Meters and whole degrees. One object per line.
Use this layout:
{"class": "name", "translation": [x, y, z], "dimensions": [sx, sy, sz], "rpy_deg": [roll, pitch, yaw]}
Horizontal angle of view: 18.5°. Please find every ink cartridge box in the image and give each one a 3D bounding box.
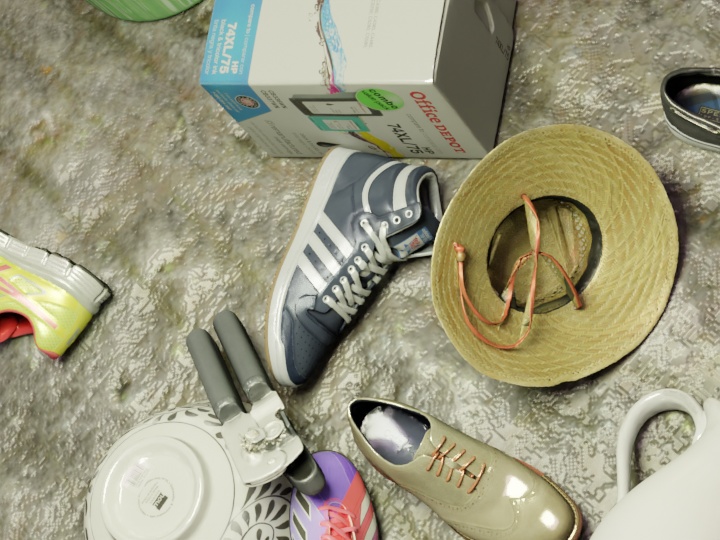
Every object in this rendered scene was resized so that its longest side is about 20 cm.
{"class": "ink cartridge box", "translation": [0.002, -0.182, 1.738], "dimensions": [0.199, 0.147, 0.147], "rpy_deg": [2, 70, 24]}

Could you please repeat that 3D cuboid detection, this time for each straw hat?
{"class": "straw hat", "translation": [0.130, -0.014, 1.648], "dimensions": [0.202, 0.201, 0.085], "rpy_deg": [-56, 17, -6]}

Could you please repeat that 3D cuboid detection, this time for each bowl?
{"class": "bowl", "translation": [-0.139, 0.181, 1.684], "dimensions": [0.199, 0.094, 0.202], "rpy_deg": [-8, 66, 19]}

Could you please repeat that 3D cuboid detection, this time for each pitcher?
{"class": "pitcher", "translation": [0.216, 0.178, 1.532], "dimensions": [0.171, 0.121, 0.200], "rpy_deg": [17, 65, 49]}

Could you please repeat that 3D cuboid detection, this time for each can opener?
{"class": "can opener", "translation": [-0.085, 0.105, 1.671], "dimensions": [0.052, 0.067, 0.200], "rpy_deg": [-32, 39, 1]}

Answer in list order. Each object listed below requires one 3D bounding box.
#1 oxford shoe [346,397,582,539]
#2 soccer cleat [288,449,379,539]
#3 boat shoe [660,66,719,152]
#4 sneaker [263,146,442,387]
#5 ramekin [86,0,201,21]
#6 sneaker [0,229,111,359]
{"class": "oxford shoe", "translation": [0.070, 0.152, 1.617], "dimensions": [0.199, 0.074, 0.071], "rpy_deg": [23, 80, 29]}
{"class": "soccer cleat", "translation": [-0.018, 0.224, 1.617], "dimensions": [0.068, 0.073, 0.201], "rpy_deg": [0, 69, -3]}
{"class": "boat shoe", "translation": [0.312, -0.115, 1.624], "dimensions": [0.199, 0.066, 0.070], "rpy_deg": [17, 77, 28]}
{"class": "sneaker", "translation": [0.000, 0.000, 1.711], "dimensions": [0.108, 0.070, 0.201], "rpy_deg": [8, 70, 27]}
{"class": "ramekin", "translation": [-0.190, -0.314, 1.902], "dimensions": [0.199, 0.098, 0.201], "rpy_deg": [-8, 67, 20]}
{"class": "sneaker", "translation": [-0.308, 0.013, 1.834], "dimensions": [0.199, 0.078, 0.091], "rpy_deg": [21, 81, 28]}
